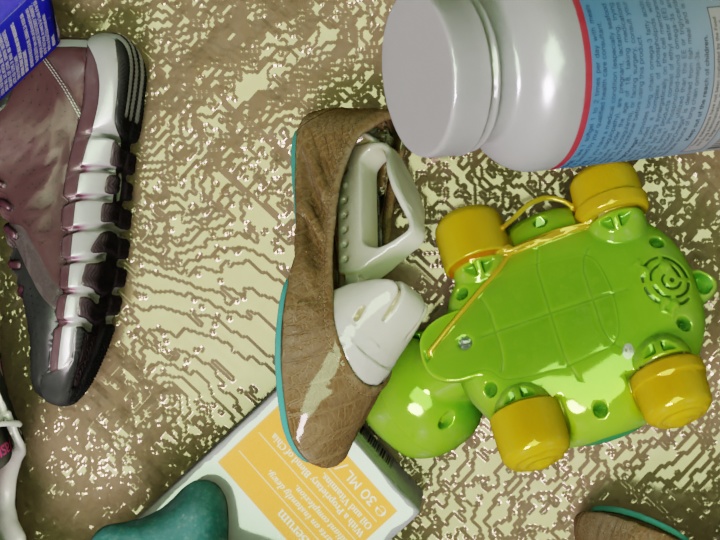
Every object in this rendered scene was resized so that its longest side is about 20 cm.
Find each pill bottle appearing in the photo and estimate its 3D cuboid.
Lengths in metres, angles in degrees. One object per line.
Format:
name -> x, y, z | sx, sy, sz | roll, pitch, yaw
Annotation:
pill bottle -> 0.116, -0.108, 1.153 | 0.198, 0.109, 0.110 | -8, 93, -24

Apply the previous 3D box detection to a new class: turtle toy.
turtle toy -> 0.092, 0.039, 1.198 | 0.198, 0.101, 0.147 | -18, 69, 6

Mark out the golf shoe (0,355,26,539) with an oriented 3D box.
golf shoe -> -0.207, 0.059, 1.191 | 0.088, 0.077, 0.202 | 27, 131, 39

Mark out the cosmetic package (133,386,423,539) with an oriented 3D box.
cosmetic package -> -0.071, 0.154, 1.227 | 0.200, 0.071, 0.102 | -43, 90, 5

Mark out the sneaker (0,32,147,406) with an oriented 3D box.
sneaker -> -0.184, -0.032, 1.231 | 0.114, 0.076, 0.202 | 7, 83, 8

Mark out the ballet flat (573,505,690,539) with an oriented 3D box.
ballet flat -> 0.170, 0.172, 1.163 | 0.073, 0.199, 0.068 | -55, 130, -21

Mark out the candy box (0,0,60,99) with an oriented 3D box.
candy box -> -0.282, -0.116, 1.173 | 0.169, 0.077, 0.200 | 39, 70, 16

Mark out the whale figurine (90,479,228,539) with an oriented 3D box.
whale figurine -> -0.059, 0.194, 1.127 | 0.158, 0.104, 0.201 | -24, 72, -16

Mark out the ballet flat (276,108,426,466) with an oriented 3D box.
ballet flat -> 0.000, 0.000, 1.174 | 0.072, 0.068, 0.202 | -17, 54, 30
